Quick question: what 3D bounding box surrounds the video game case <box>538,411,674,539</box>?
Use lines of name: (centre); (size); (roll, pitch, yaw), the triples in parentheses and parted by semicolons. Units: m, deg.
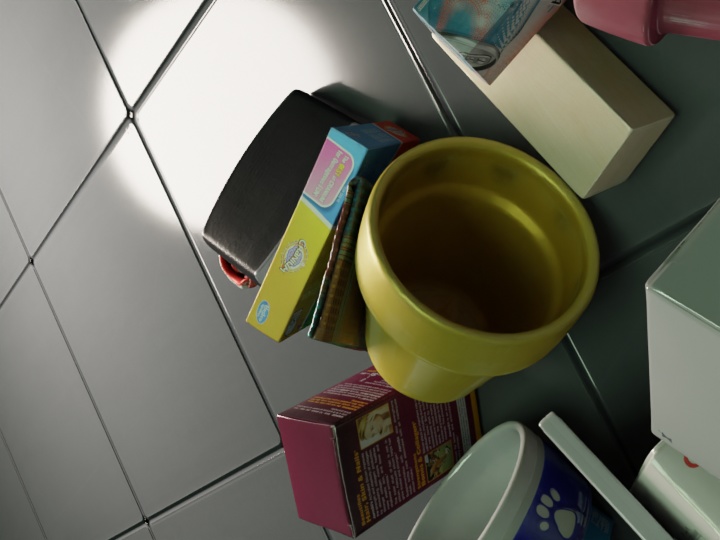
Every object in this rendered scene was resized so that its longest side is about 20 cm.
video game case: (0.217, 0.192, 0.739); (0.018, 0.200, 0.143); (-43, 57, 3)

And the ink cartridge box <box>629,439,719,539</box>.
ink cartridge box: (0.313, 0.171, 0.642); (0.200, 0.146, 0.083); (48, 164, 24)

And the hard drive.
hard drive: (-0.080, -0.088, 0.969); (0.134, 0.042, 0.202); (34, 91, 35)

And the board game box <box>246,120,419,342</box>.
board game box: (-0.024, -0.042, 0.885); (0.040, 0.153, 0.202); (30, 110, 13)

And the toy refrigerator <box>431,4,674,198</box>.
toy refrigerator: (0.154, -0.162, 0.753); (0.201, 0.069, 0.076); (52, 139, 22)

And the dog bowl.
dog bowl: (0.113, 0.240, 0.821); (0.078, 0.201, 0.201); (36, 134, -3)

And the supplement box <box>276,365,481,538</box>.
supplement box: (0.025, 0.161, 0.913); (0.085, 0.198, 0.112); (2, 107, 46)

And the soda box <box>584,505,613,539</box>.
soda box: (0.162, 0.293, 0.814); (0.064, 0.201, 0.068); (36, 135, -3)

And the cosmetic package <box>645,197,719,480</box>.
cosmetic package: (0.273, 0.018, 0.536); (0.122, 0.200, 0.200); (37, 167, 33)

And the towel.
towel: (0.000, 0.000, 0.865); (0.021, 0.200, 0.149); (14, 87, 15)

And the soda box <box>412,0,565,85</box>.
soda box: (0.133, -0.240, 0.679); (0.200, 0.068, 0.064); (-49, 66, 12)

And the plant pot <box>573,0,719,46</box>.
plant pot: (0.249, -0.220, 0.552); (0.177, 0.200, 0.203); (25, 124, 19)

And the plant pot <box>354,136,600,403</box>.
plant pot: (0.084, 0.020, 0.816); (0.202, 0.199, 0.190); (50, 150, 20)

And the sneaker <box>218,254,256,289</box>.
sneaker: (-0.071, -0.007, 1.021); (0.199, 0.107, 0.069); (14, 115, 43)
